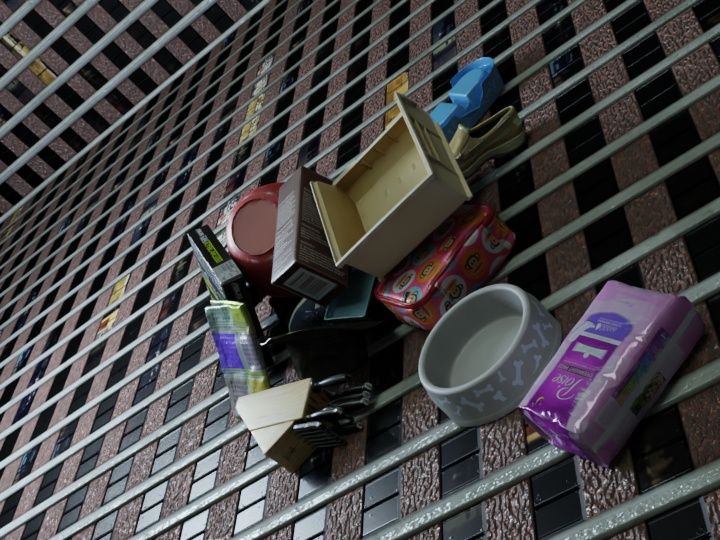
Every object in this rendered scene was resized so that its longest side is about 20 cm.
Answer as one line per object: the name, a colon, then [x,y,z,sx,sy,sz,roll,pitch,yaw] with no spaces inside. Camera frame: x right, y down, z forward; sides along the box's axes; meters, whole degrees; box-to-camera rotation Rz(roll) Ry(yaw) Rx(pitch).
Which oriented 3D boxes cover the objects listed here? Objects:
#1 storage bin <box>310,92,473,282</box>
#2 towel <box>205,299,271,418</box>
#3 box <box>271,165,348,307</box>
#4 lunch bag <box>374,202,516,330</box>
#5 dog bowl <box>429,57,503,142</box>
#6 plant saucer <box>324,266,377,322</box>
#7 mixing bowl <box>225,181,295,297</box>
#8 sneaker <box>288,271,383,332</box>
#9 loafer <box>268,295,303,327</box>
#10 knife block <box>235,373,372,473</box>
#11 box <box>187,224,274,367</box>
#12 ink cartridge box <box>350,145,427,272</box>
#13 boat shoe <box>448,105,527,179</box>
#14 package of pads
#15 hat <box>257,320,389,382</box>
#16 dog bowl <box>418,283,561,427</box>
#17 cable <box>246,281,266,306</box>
storage bin: [0.039,-0.124,1.559,0.200,0.094,0.199,-44,44,26]
towel: [-0.191,0.146,1.697,0.023,0.201,0.143,-18,10,-31]
box: [-0.074,-0.054,1.646,0.075,0.100,0.201,-40,35,40]
lunch bag: [0.118,-0.009,1.567,0.200,0.082,0.176,-50,22,-13]
dog bowl: [0.178,-0.292,1.910,0.200,0.050,0.111,-49,26,-8]
plant saucer: [0.000,0.000,1.653,0.070,0.019,0.200,-6,46,26]
mixing bowl: [-0.146,-0.062,1.765,0.199,0.108,0.201,-4,79,21]
sneaker: [-0.034,0.062,1.683,0.200,0.075,0.085,-36,23,18]
loafer: [-0.064,0.024,1.819,0.200,0.063,0.072,-35,-14,17]
knife block: [-0.078,0.195,1.553,0.176,0.064,0.200,-47,33,0]
box: [-0.222,0.046,1.815,0.047,0.194,0.200,-26,35,-12]
ink cartridge box: [0.050,-0.092,1.648,0.200,0.050,0.109,-49,39,22]
boat shoe: [0.167,-0.199,1.698,0.200,0.076,0.072,-32,33,-12]
package of pads: [0.272,0.107,1.169,0.200,0.076,0.120,-51,24,-11]
hat: [-0.050,0.123,1.575,0.200,0.200,0.081,-11,85,49]
dog bowl: [0.159,0.101,1.365,0.200,0.059,0.200,-35,28,22]
cable: [-0.133,0.008,1.905,0.163,0.051,0.200,-23,12,18]
